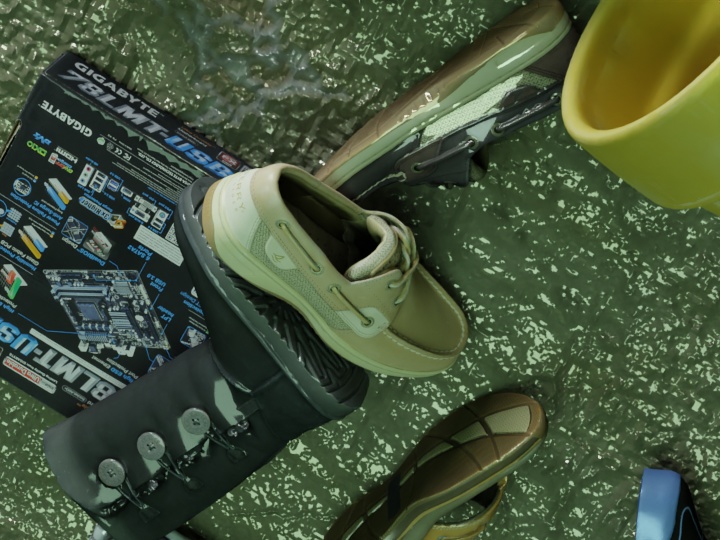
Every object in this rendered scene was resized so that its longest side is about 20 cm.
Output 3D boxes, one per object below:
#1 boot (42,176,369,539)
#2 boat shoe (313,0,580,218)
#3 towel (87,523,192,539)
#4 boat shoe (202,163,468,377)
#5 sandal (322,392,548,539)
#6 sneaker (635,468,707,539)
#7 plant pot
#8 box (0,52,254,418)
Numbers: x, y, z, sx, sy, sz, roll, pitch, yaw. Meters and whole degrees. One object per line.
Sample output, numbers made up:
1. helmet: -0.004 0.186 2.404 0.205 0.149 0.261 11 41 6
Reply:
1. boot: -0.115 0.060 1.469 0.200 0.066 0.165 -33 91 33
2. boat shoe: 0.050 -0.078 1.406 0.200 0.072 0.065 -36 101 24
3. towel: -0.118 0.266 1.588 0.199 0.086 0.166 33 116 1
4. boat shoe: 0.000 0.000 1.412 0.065 0.073 0.200 -22 136 39
5. sandal: 0.049 0.144 1.500 0.054 0.081 0.200 36 119 -19
6. sneaker: 0.208 0.207 1.487 0.077 0.070 0.201 -2 118 12
7. plant pot: 0.238 -0.094 1.291 0.189 0.201 0.201 37 118 -20
8. box: -0.146 0.001 1.506 0.199 0.050 0.199 31 117 1
